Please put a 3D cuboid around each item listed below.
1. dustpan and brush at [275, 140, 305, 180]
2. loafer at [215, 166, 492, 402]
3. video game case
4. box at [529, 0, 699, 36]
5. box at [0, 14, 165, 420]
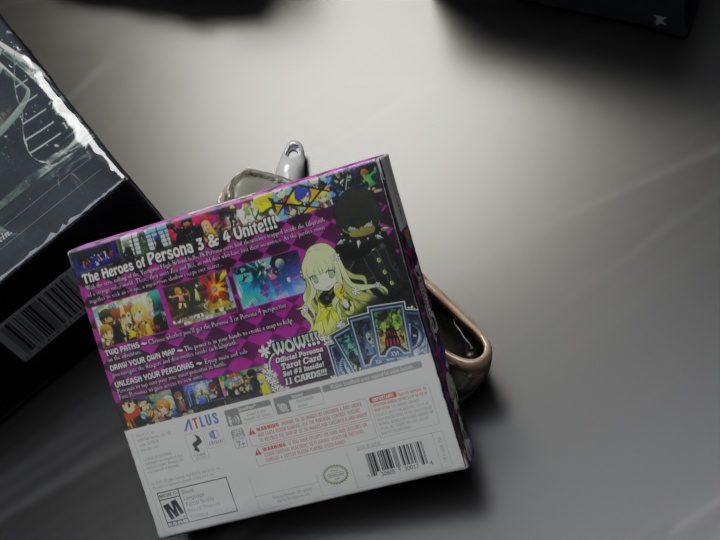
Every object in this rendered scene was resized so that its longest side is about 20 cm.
[{"bbox_3d":[-0.058,0.001,0.862,0.137,0.057,0.203,6,74,4],"label":"dustpan and brush"},{"bbox_3d":[0.000,0.000,0.800,0.199,0.063,0.072,39,66,3],"label":"loafer"},{"bbox_3d":[-0.052,0.047,0.770,0.198,0.036,0.184,-16,97,15],"label":"video game case"},{"bbox_3d":[0.155,-0.290,0.899,0.194,0.118,0.202,16,72,20],"label":"box"},{"bbox_3d":[-0.256,-0.033,0.884,0.199,0.124,0.197,-40,61,-6],"label":"box"}]
